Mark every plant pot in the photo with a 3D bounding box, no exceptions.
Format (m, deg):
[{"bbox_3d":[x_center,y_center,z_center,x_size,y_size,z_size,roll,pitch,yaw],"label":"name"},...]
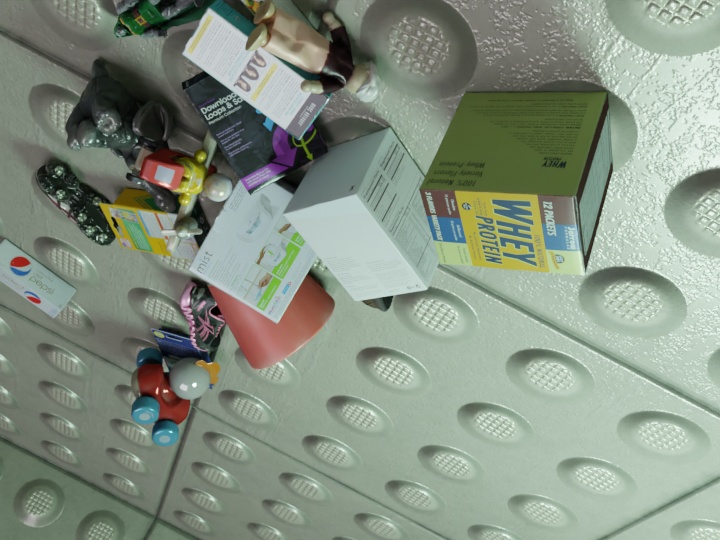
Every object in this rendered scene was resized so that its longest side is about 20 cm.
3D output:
[{"bbox_3d":[-0.174,0.050,1.569,0.200,0.201,0.178,-21,112,45],"label":"plant pot"}]

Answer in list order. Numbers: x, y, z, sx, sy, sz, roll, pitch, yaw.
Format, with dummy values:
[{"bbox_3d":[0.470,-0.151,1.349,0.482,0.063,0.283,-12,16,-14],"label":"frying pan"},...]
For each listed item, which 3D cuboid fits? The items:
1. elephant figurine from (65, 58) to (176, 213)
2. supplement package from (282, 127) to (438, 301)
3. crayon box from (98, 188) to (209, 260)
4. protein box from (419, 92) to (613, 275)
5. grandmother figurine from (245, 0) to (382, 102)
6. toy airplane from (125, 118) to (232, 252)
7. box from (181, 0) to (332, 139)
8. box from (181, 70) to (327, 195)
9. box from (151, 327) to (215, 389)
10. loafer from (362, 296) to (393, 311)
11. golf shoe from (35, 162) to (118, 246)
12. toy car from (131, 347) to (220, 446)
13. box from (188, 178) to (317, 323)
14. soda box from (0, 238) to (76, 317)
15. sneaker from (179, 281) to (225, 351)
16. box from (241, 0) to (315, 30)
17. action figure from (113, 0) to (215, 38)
[{"bbox_3d":[-0.373,-0.219,1.408,0.199,0.156,0.142,25,-165,-38],"label":"elephant figurine"},{"bbox_3d":[0.018,-0.081,1.311,0.151,0.151,0.200,-11,130,40],"label":"supplement package"},{"bbox_3d":[-0.388,-0.089,1.632,0.198,0.052,0.126,9,140,21],"label":"crayon box"},{"bbox_3d":[0.210,-0.118,1.109,0.197,0.201,0.136,5,138,26],"label":"protein box"},{"bbox_3d":[-0.052,-0.289,1.142,0.199,0.122,0.060,25,172,-31],"label":"grandmother figurine"},{"bbox_3d":[-0.259,-0.148,1.361,0.140,0.199,0.201,26,146,22],"label":"toy airplane"},{"bbox_3d":[-0.138,-0.276,1.172,0.199,0.049,0.082,35,122,-11],"label":"box"},{"bbox_3d":[-0.155,-0.228,1.272,0.142,0.036,0.201,-29,123,4],"label":"box"},{"bbox_3d":[-0.414,0.200,2.010,0.120,0.033,0.201,14,143,16],"label":"box"},{"bbox_3d":[0.000,0.000,1.483,0.070,0.073,0.201,5,138,25],"label":"loafer"},{"bbox_3d":[-0.558,-0.133,1.682,0.088,0.077,0.200,9,142,54],"label":"golf shoe"},{"bbox_3d":[-0.407,0.269,1.963,0.198,0.185,0.178,-20,130,9],"label":"toy car"},{"bbox_3d":[-0.160,-0.047,1.415,0.176,0.097,0.201,30,99,-5],"label":"box"},{"bbox_3d":[-0.770,0.020,1.981,0.200,0.068,0.064,40,141,-17],"label":"soda box"},{"bbox_3d":[-0.318,0.107,1.816,0.094,0.079,0.201,4,140,10],"label":"sneaker"},{"bbox_3d":[-0.098,-0.334,1.171,0.039,0.042,0.200,-18,126,44],"label":"box"},{"bbox_3d":[-0.300,-0.379,1.234,0.199,0.055,0.118,-11,132,45],"label":"action figure"}]
